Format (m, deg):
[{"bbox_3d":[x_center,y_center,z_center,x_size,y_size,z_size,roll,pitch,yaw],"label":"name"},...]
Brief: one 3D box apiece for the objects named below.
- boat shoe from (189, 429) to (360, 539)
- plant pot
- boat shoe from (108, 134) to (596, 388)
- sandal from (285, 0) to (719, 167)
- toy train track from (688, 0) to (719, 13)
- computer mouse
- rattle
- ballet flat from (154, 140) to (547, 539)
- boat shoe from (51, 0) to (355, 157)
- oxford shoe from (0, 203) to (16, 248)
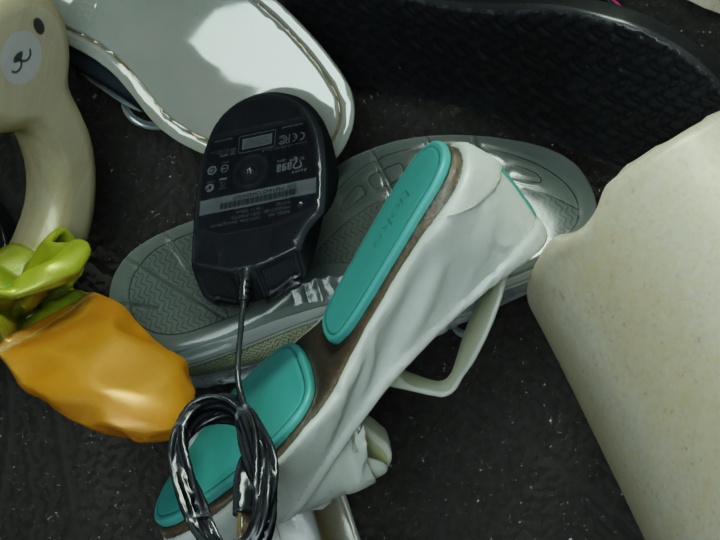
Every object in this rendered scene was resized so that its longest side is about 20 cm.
[{"bbox_3d":[-0.008,0.138,0.963,0.069,0.071,0.201,-25,77,12],"label":"boat shoe"},{"bbox_3d":[0.162,0.045,0.882,0.200,0.200,0.184,-36,71,7],"label":"plant pot"},{"bbox_3d":[0.000,0.002,0.973,0.200,0.065,0.075,-18,61,4],"label":"boat shoe"},{"bbox_3d":[0.063,-0.093,0.954,0.199,0.075,0.045,17,48,25],"label":"sandal"},{"bbox_3d":[0.062,-0.151,0.954,0.199,0.033,0.115,23,105,-1],"label":"toy train track"},{"bbox_3d":[-0.038,0.020,0.897,0.058,0.034,0.201,-8,58,22],"label":"computer mouse"},{"bbox_3d":[-0.125,-0.052,0.903,0.143,0.129,0.202,26,106,55],"label":"rattle"},{"bbox_3d":[0.000,0.042,0.911,0.069,0.069,0.200,41,106,10],"label":"ballet flat"},{"bbox_3d":[-0.087,-0.098,0.989,0.199,0.062,0.075,23,94,12],"label":"boat shoe"},{"bbox_3d":[-0.236,-0.054,1.006,0.199,0.084,0.073,31,95,12],"label":"oxford shoe"}]
